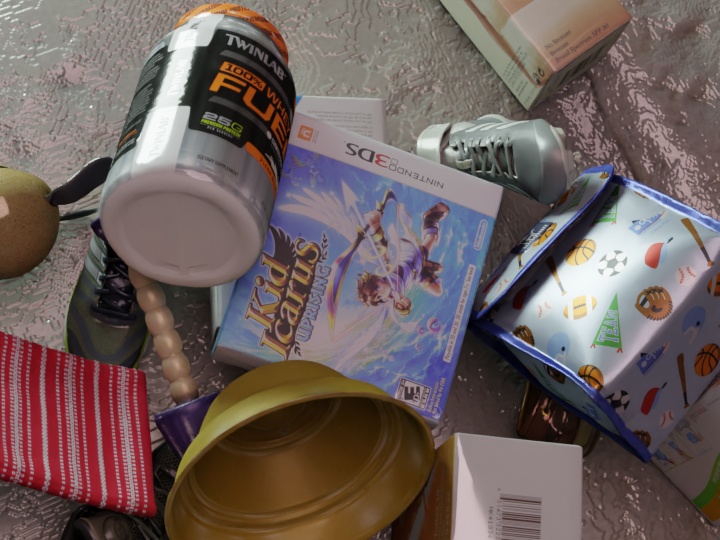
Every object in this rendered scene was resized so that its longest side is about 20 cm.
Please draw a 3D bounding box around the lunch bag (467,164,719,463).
[{"bbox_3d":[0.184,0.018,1.169,0.170,0.200,0.124,-47,129,-6],"label":"lunch bag"}]

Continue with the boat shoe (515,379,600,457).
[{"bbox_3d":[0.168,0.051,1.258,0.067,0.072,0.203,10,73,-9],"label":"boat shoe"}]

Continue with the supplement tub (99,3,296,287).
[{"bbox_3d":[-0.114,-0.097,1.117,0.121,0.123,0.202,14,48,-6],"label":"supplement tub"}]

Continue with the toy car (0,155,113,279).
[{"bbox_3d":[-0.292,-0.054,1.166,0.198,0.164,0.160,-12,74,-24],"label":"toy car"}]

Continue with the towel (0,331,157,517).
[{"bbox_3d":[-0.239,0.098,1.085,0.198,0.023,0.145,21,33,-26],"label":"towel"}]

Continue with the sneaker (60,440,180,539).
[{"bbox_3d":[-0.159,0.186,1.132,0.076,0.114,0.199,44,65,5],"label":"sneaker"}]

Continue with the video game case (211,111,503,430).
[{"bbox_3d":[0.000,0.000,1.169,0.179,0.045,0.202,19,71,-5],"label":"video game case"}]

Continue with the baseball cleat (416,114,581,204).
[{"bbox_3d":[0.105,-0.087,1.237,0.105,0.200,0.071,-11,99,-10],"label":"baseball cleat"}]

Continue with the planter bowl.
[{"bbox_3d":[-0.053,0.125,1.084,0.198,0.202,0.084,-13,48,-14],"label":"planter bowl"}]

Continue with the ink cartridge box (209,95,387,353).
[{"bbox_3d":[-0.052,-0.035,1.238,0.143,0.084,0.203,2,72,-10],"label":"ink cartridge box"}]

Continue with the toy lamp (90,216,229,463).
[{"bbox_3d":[-0.148,0.051,1.140,0.058,0.058,0.202,-19,84,-16],"label":"toy lamp"}]

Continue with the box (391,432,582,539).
[{"bbox_3d":[0.088,0.205,1.124,0.096,0.200,0.126,7,70,-9],"label":"box"}]

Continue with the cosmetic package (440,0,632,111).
[{"bbox_3d":[0.134,-0.258,1.345,0.103,0.087,0.201,-36,82,-18],"label":"cosmetic package"}]

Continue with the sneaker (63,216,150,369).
[{"bbox_3d":[-0.191,-0.008,1.204,0.073,0.081,0.203,10,71,-7],"label":"sneaker"}]

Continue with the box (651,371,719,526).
[{"bbox_3d":[0.315,0.115,1.196,0.112,0.200,0.101,-42,83,-20],"label":"box"}]
